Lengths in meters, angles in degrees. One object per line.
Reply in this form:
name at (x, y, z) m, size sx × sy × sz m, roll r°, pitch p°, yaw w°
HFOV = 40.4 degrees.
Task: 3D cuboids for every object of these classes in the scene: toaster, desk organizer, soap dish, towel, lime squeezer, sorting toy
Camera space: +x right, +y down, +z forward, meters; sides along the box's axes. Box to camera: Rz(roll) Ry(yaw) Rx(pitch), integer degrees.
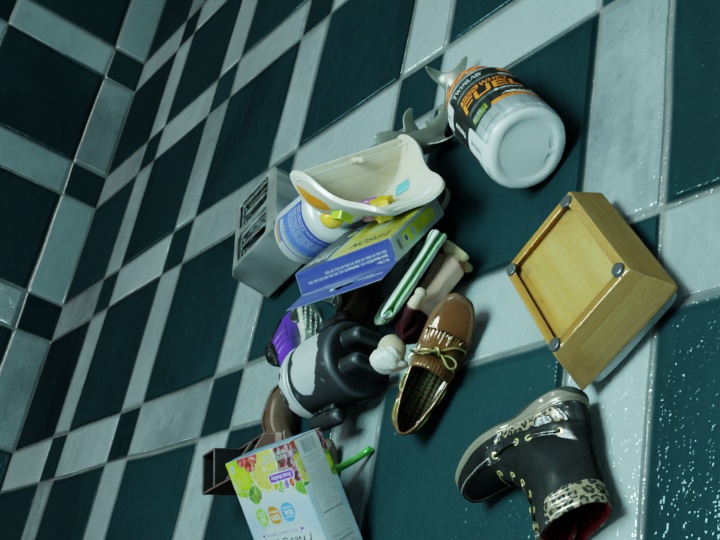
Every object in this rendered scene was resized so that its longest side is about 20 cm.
toaster at (-0.158, -0.076, 1.877) m, size 0.200 × 0.118 × 0.183 m, roll -41°, pitch 36°, yaw 36°
desk organizer at (-0.188, 0.309, 1.556) m, size 0.200 × 0.076 × 0.073 m, roll 140°, pitch 131°, yaw -57°
soap dish at (0.258, 0.013, 1.134) m, size 0.158 × 0.081 × 0.201 m, roll -52°, pitch 31°, yaw 21°
towel at (0.066, 0.012, 1.418) m, size 0.154 × 0.023 × 0.200 m, roll -58°, pitch 1°, yaw -4°
lime squeezer at (-0.061, 0.329, 1.430) m, size 0.038 × 0.070 × 0.201 m, roll 41°, pitch 105°, yaw 43°
sorting toy at (0.029, -0.114, 1.419) m, size 0.179 × 0.198 × 0.108 m, roll 21°, pitch 128°, yaw 59°

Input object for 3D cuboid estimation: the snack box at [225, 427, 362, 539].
snack box at (-0.089, 0.338, 1.365) m, size 0.168 × 0.067 × 0.202 m, roll -28°, pitch 84°, yaw 47°

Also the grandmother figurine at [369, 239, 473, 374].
grandmother figurine at (0.082, 0.060, 1.369) m, size 0.060 × 0.121 × 0.201 m, roll 28°, pitch 75°, yaw 35°

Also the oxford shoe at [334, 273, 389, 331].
oxford shoe at (0.000, 0.000, 1.584) m, size 0.072 × 0.084 × 0.202 m, roll -33°, pitch 39°, yaw 47°

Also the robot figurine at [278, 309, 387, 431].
robot figurine at (-0.041, 0.151, 1.483) m, size 0.199 × 0.125 × 0.150 m, roll -31°, pitch 7°, yaw 45°

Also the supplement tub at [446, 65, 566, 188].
supplement tub at (0.197, -0.209, 1.375) m, size 0.123 × 0.122 × 0.201 m, roll -55°, pitch 30°, yaw 17°

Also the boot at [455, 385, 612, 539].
boot at (0.190, 0.239, 1.082) m, size 0.200 × 0.073 × 0.152 m, roll -42°, pitch 35°, yaw 27°

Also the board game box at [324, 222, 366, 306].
board game box at (-0.026, -0.041, 1.718) m, size 0.135 × 0.028 × 0.202 m, roll 23°, pitch 88°, yaw 62°

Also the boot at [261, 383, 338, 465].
boot at (-0.090, 0.267, 1.538) m, size 0.199 × 0.064 × 0.189 m, roll -17°, pitch 66°, yaw 58°

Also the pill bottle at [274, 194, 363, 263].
pill bottle at (-0.061, -0.089, 1.639) m, size 0.200 × 0.111 × 0.113 m, roll -29°, pitch 43°, yaw 60°

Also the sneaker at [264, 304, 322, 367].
sneaker at (-0.119, 0.147, 1.660) m, size 0.099 × 0.070 × 0.201 m, roll -28°, pitch 33°, yaw 24°

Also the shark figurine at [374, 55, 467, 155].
shark figurine at (0.126, -0.236, 1.578) m, size 0.089 × 0.129 × 0.215 m, roll 1°, pitch 45°, yaw 51°

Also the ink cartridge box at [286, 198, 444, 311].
ink cartridge box at (0.001, -0.026, 1.439) m, size 0.196 × 0.047 × 0.200 m, roll -20°, pitch 14°, yaw 40°

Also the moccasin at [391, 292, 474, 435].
moccasin at (0.095, 0.126, 1.309) m, size 0.203 × 0.073 × 0.078 m, roll -60°, pitch -3°, yaw 8°

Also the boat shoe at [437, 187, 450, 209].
boat shoe at (0.058, -0.124, 1.581) m, size 0.199 × 0.062 × 0.073 m, roll 2°, pitch 66°, yaw 51°
